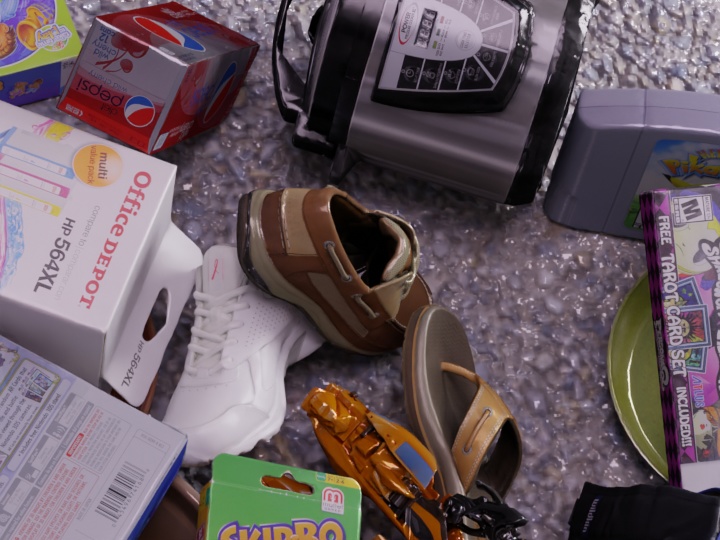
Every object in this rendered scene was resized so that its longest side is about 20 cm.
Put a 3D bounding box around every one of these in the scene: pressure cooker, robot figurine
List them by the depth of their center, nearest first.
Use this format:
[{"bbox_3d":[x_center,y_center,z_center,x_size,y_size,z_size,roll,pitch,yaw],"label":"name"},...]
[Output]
[{"bbox_3d":[0.016,0.168,1.520,0.145,0.058,0.200,-50,59,8],"label":"robot figurine"},{"bbox_3d":[0.043,-0.145,1.666,0.199,0.179,0.176,18,41,1],"label":"pressure cooker"}]

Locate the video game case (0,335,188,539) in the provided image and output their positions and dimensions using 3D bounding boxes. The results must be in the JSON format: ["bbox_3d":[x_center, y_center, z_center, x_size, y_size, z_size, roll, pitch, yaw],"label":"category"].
[{"bbox_3d":[-0.223,0.137,1.442,0.180,0.046,0.201,28,62,6],"label":"video game case"}]

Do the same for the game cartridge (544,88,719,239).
[{"bbox_3d":[0.229,-0.063,1.670,0.198,0.134,0.041,9,54,-3],"label":"game cartridge"}]

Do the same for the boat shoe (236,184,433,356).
[{"bbox_3d":[0.000,0.000,1.571,0.073,0.200,0.076,-14,68,25],"label":"boat shoe"}]

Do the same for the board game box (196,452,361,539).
[{"bbox_3d":[-0.050,0.207,1.447,0.095,0.030,0.201,13,66,-19],"label":"board game box"}]

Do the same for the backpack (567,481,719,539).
[{"bbox_3d":[0.179,0.220,1.480,0.154,0.191,0.201,32,62,-5],"label":"backpack"}]

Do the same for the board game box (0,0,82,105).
[{"bbox_3d":[-0.297,-0.162,1.694,0.199,0.045,0.135,-16,66,-16],"label":"board game box"}]

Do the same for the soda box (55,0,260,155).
[{"bbox_3d":[-0.126,-0.125,1.618,0.070,0.200,0.064,26,102,6],"label":"soda box"}]

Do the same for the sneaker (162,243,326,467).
[{"bbox_3d":[-0.082,0.038,1.562,0.077,0.100,0.200,-7,32,25],"label":"sneaker"}]

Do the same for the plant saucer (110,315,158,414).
[{"bbox_3d":[-0.226,0.059,1.596,0.199,0.032,0.202,4,62,-7],"label":"plant saucer"}]

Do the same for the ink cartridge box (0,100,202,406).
[{"bbox_3d":[-0.203,-0.010,1.546,0.199,0.125,0.129,19,61,2],"label":"ink cartridge box"}]

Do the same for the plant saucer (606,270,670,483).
[{"bbox_3d":[0.255,0.074,1.660,0.198,0.031,0.201,3,63,-6],"label":"plant saucer"}]

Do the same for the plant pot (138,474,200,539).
[{"bbox_3d":[-0.170,0.209,1.490,0.199,0.093,0.202,4,61,-7],"label":"plant pot"}]

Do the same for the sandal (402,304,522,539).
[{"bbox_3d":[0.073,0.116,1.578,0.054,0.080,0.201,-20,66,24],"label":"sandal"}]

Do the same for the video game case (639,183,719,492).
[{"bbox_3d":[0.273,0.041,1.597,0.180,0.036,0.202,-5,88,-10],"label":"video game case"}]
